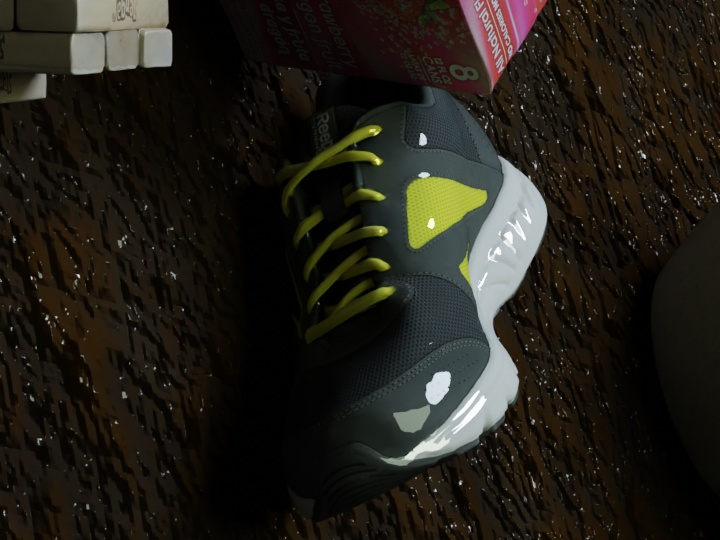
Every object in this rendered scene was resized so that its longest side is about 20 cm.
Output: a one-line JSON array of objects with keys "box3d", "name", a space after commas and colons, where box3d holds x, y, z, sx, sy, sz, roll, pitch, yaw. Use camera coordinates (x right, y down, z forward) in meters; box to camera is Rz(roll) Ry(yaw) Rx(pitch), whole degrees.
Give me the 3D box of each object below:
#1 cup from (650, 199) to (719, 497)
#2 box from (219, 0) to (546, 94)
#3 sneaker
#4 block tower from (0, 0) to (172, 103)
[{"box3d": [0.198, 0.026, 1.128, 0.200, 0.143, 0.201, 42, 39, -46], "name": "cup"}, {"box3d": [-0.006, -0.157, 0.831, 0.100, 0.095, 0.200, -58, 144, -30], "name": "box"}, {"box3d": [0.000, 0.000, 0.861, 0.085, 0.074, 0.200, 55, 22, -18], "name": "sneaker"}, {"box3d": [-0.082, -0.141, 0.723, 0.054, 0.058, 0.201, -13, 106, -67], "name": "block tower"}]
